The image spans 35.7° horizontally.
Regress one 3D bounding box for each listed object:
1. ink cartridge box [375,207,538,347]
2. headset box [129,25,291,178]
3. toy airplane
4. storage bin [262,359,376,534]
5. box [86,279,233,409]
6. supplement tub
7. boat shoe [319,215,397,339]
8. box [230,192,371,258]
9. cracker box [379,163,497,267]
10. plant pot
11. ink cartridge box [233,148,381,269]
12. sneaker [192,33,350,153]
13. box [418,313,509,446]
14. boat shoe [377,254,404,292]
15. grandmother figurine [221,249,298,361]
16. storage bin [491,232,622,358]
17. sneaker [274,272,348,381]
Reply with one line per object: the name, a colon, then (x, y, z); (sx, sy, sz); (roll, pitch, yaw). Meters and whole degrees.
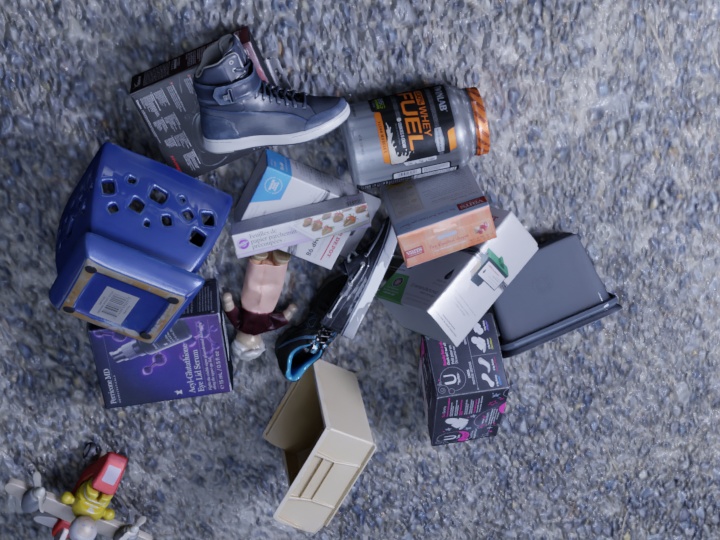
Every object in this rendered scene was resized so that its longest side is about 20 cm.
ink cartridge box: (0.141, 0.001, 1.638); (0.200, 0.146, 0.084); (-49, 119, -15)
headset box: (-0.195, -0.230, 1.539); (0.199, 0.077, 0.150); (-24, 120, 4)
toy airplane: (-0.454, 0.395, 1.810); (0.198, 0.141, 0.200); (-12, 121, -2)
storage bin: (-0.073, 0.274, 1.768); (0.093, 0.200, 0.199); (22, 114, -22)
box: (-0.302, 0.111, 1.697); (0.198, 0.105, 0.149); (-9, 121, -4)
supplement tub: (0.075, -0.191, 1.575); (0.198, 0.123, 0.123); (-13, 120, -2)
boat shoe: (0.000, 0.000, 1.670); (0.067, 0.072, 0.201); (25, 95, -3)
box: (-0.085, -0.065, 1.591); (0.198, 0.042, 0.039); (-14, 120, -1)
cracker box: (0.104, -0.093, 1.589); (0.133, 0.200, 0.058); (-18, 120, 2)
plant pot: (-0.313, -0.024, 1.539); (0.199, 0.181, 0.200); (22, 141, -20)
ink cartridge box: (-0.073, -0.082, 1.645); (0.199, 0.067, 0.116); (21, 113, -19)
sneaker: (-0.119, -0.239, 1.457); (0.200, 0.077, 0.147); (-11, 123, -3)
box: (0.154, 0.172, 1.743); (0.114, 0.133, 0.200); (-8, 151, -5)
boat shoe: (0.091, 0.038, 1.741); (0.201, 0.060, 0.072); (27, 112, -21)
grandmother figurine: (-0.156, 0.055, 1.718); (0.120, 0.061, 0.201); (14, 119, -8)
storage bin: (0.284, 0.030, 1.736); (0.199, 0.146, 0.135); (-22, 93, 5)
sneaker: (-0.056, 0.091, 1.736); (0.073, 0.082, 0.200); (31, 110, -23)
